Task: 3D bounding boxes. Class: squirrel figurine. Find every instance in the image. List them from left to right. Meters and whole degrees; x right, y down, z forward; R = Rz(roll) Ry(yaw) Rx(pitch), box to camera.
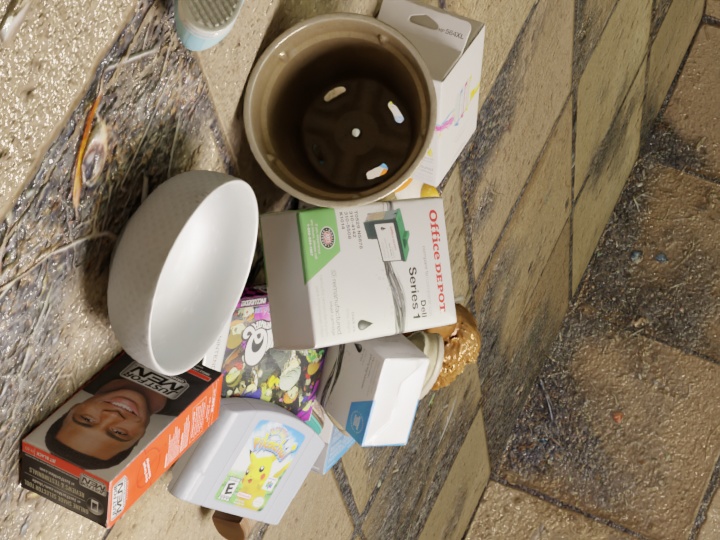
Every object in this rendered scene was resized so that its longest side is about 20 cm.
[{"bbox_3d":[0.047,0.094,1.916,0.187,0.200,0.142,-46,-166,19],"label":"squirrel figurine"}]

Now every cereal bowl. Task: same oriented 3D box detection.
[{"bbox_3d":[-0.179,-0.006,1.406,0.200,0.083,0.201,-57,160,-35],"label":"cereal bowl"}]

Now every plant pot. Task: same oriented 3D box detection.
[{"bbox_3d":[-0.013,-0.159,1.598,0.183,0.200,0.201,31,80,-84],"label":"plant pot"}]

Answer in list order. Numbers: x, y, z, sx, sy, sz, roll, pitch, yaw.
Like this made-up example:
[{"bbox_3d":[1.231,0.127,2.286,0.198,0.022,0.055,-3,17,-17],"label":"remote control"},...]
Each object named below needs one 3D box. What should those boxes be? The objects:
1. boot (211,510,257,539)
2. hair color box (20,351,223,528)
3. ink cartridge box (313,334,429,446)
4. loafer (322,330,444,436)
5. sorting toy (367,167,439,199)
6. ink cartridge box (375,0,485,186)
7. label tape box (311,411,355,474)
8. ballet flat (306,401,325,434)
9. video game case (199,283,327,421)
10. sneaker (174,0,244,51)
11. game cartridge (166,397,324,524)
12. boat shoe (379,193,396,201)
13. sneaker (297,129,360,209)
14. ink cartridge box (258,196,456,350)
[{"bbox_3d":[-0.137,0.221,1.822,0.201,0.076,0.156,78,29,-44],"label":"boot"},{"bbox_3d":[-0.225,0.151,1.419,0.200,0.101,0.062,-47,153,-52],"label":"hair color box"},{"bbox_3d":[-0.009,0.110,1.756,0.068,0.200,0.117,1,113,-33],"label":"ink cartridge box"},{"bbox_3d":[0.024,0.138,1.838,0.200,0.068,0.076,-41,-144,29],"label":"loafer"},{"bbox_3d":[0.011,-0.039,1.969,0.180,0.107,0.201,-38,149,-25],"label":"sorting toy"},{"bbox_3d":[0.068,-0.231,1.822,0.125,0.128,0.201,-56,158,-36],"label":"ink cartridge box"},{"bbox_3d":[-0.032,0.166,2.087,0.143,0.066,0.201,-39,142,-59],"label":"label tape box"},{"bbox_3d":[-0.098,0.136,1.848,0.200,0.068,0.068,66,17,-50],"label":"ballet flat"},{"bbox_3d":[-0.118,0.101,1.680,0.199,0.036,0.182,-7,118,-47],"label":"video game case"},{"bbox_3d":[-0.122,-0.285,1.316,0.201,0.074,0.082,-68,-167,-21],"label":"sneaker"},{"bbox_3d":[-0.124,0.216,1.694,0.200,0.040,0.134,28,90,-53],"label":"game cartridge"},{"bbox_3d":[-0.014,-0.025,1.676,0.201,0.063,0.073,-48,-178,-39],"label":"boat shoe"},{"bbox_3d":[-0.045,-0.095,1.749,0.081,0.076,0.201,19,87,-62],"label":"sneaker"},{"bbox_3d":[0.000,0.000,1.589,0.199,0.084,0.147,-9,93,-37],"label":"ink cartridge box"}]
